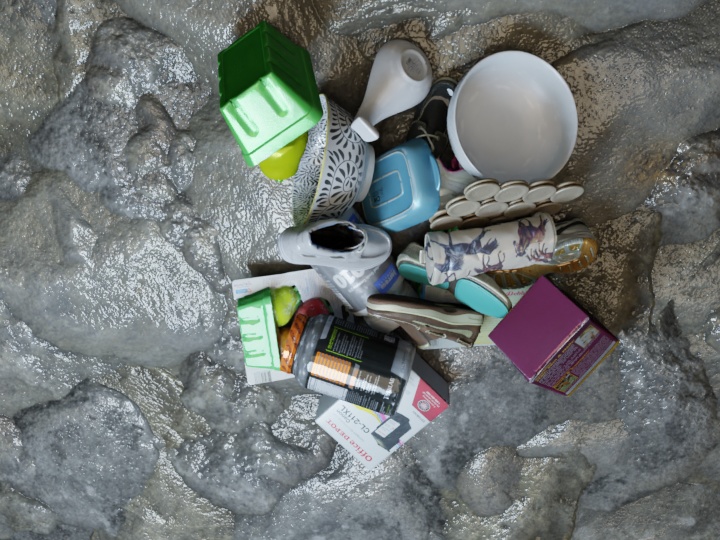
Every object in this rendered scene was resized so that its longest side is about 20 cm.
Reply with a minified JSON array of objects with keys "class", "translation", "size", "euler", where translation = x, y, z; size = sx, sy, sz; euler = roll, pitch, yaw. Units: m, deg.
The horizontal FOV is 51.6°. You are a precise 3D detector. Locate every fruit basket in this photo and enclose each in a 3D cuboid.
[{"class":"fruit basket","translation":[-0.121,-0.228,1.100],"size":[0.154,0.216,0.217],"euler":[-30,107,16]},{"class":"fruit basket","translation":[-0.110,0.091,1.280],"size":[0.197,0.094,0.188],"euler":[-11,103,-12]}]

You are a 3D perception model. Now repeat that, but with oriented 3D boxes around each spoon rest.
[{"class":"spoon rest","translation":[0.041,-0.260,1.085],"size":[0.099,0.201,0.060],"euler":[44,147,-16]}]

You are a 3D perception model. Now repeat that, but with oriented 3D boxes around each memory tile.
[{"class":"memory tile","translation":[0.211,-0.095,1.092],"size":[0.197,0.017,0.153],"euler":[-2,158,-26]}]

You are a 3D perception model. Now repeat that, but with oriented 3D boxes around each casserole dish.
[{"class":"casserole dish","translation":[0.051,-0.124,1.127],"size":[0.038,0.199,0.123],"euler":[-10,86,-28]}]

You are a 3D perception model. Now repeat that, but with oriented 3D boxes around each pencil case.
[{"class":"pencil case","translation":[0.187,-0.033,1.105],"size":[0.197,0.089,0.079],"euler":[-11,91,0]}]

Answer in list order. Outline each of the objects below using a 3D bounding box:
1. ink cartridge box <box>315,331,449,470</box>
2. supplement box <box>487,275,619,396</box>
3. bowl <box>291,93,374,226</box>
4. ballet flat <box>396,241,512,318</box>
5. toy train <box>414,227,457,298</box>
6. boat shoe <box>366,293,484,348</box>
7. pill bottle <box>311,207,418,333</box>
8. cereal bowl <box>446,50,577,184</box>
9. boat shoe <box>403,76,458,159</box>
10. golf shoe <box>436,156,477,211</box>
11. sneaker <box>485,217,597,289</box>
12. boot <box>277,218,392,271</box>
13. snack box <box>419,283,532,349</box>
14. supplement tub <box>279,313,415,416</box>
[{"class":"ink cartridge box","translation":[0.038,0.234,1.318],"size":[0.146,0.083,0.200],"euler":[43,108,-12]},{"class":"supplement box","translation":[0.307,0.109,1.172],"size":[0.131,0.199,0.103],"euler":[-48,57,10]},{"class":"bowl","translation":[-0.036,-0.155,1.125],"size":[0.093,0.201,0.203],"euler":[10,113,-16]},{"class":"ballet flat","translation":[0.153,0.007,1.166],"size":[0.198,0.063,0.068],"euler":[25,146,10]},{"class":"toy train","translation":[0.138,-0.040,1.227],"size":[0.056,0.042,0.202],"euler":[11,112,-10]},{"class":"boat shoe","translation":[0.100,0.086,1.159],"size":[0.200,0.075,0.076],"euler":[9,97,-18]},{"class":"pill bottle","translation":[0.000,0.000,1.211],"size":[0.113,0.114,0.200],"euler":[-36,108,17]},{"class":"cereal bowl","translation":[0.217,-0.215,1.108],"size":[0.197,0.083,0.203],"euler":[1,87,-12]},{"class":"boat shoe","translation":[0.104,-0.198,1.152],"size":[0.071,0.068,0.202],"euler":[23,110,-3]},{"class":"golf shoe","translation":[0.185,-0.134,1.149],"size":[0.197,0.075,0.093],"euler":[-5,95,-22]},{"class":"sneaker","translation":[0.274,-0.030,1.196],"size":[0.197,0.088,0.076],"euler":[-11,128,11]},{"class":"boot","translation":[-0.015,-0.037,1.081],"size":[0.198,0.095,0.075],"euler":[-4,88,-35]},{"class":"snack box","translation":[0.196,0.067,1.242],"size":[0.197,0.037,0.118],"euler":[-2,112,-9]},{"class":"supplement tub","translation":[-0.021,0.144,1.185],"size":[0.198,0.123,0.124],"euler":[19,112,3]}]
